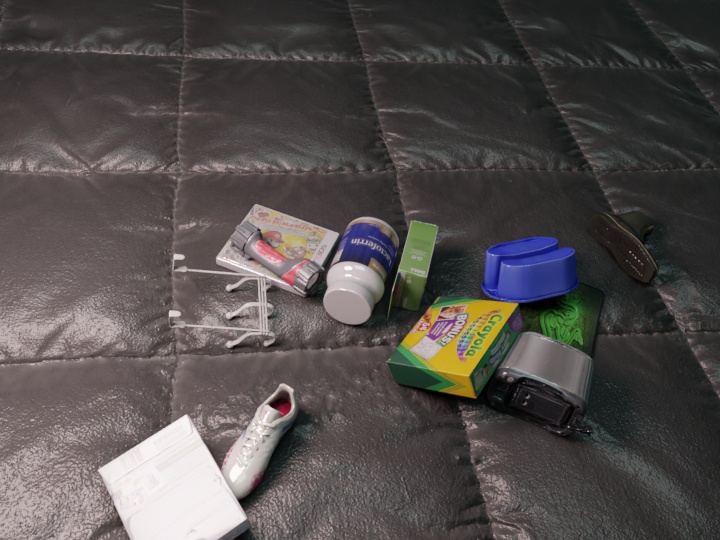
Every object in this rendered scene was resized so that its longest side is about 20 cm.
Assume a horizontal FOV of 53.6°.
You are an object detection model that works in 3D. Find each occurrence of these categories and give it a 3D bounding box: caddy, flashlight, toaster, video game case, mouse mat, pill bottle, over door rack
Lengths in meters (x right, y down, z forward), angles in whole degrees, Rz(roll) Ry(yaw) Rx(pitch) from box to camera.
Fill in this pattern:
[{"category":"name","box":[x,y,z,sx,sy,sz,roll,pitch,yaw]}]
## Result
[{"category":"caddy","box":[0.342,0.008,1.440,0.199,0.106,0.141,-11,25,-14]},{"category":"flashlight","box":[-0.162,-0.028,1.388,0.200,0.068,0.068,35,52,20]},{"category":"toaster","box":[0.330,0.197,1.262,0.199,0.114,0.129,21,45,14]},{"category":"video game case","box":[-0.166,-0.046,1.464,0.199,0.023,0.182,19,47,9]},{"category":"mouse mat","box":[0.409,0.081,1.454,0.160,0.008,0.201,20,49,9]},{"category":"pill bottle","box":[0.000,0.000,1.387,0.115,0.116,0.201,15,48,5]},{"category":"over door rack","box":[-0.257,0.062,1.309,0.199,0.067,0.148,14,43,-25]}]

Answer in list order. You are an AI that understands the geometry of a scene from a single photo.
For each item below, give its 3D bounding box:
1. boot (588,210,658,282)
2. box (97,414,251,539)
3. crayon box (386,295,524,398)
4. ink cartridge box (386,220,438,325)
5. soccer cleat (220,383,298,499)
[{"category":"boot","box":[0.624,-0.067,1.584,0.137,0.078,0.201,-11,51,-25]},{"category":"box","box":[-0.277,0.338,1.059,0.155,0.041,0.200,-32,57,-16]},{"category":"crayon box","box":[0.172,0.130,1.280,0.172,0.059,0.200,3,37,40]},{"category":"ink cartridge box","box":[0.103,0.008,1.404,0.059,0.104,0.201,14,47,5]},{"category":"soccer cleat","box":[-0.163,0.265,1.135,0.069,0.087,0.200,22,48,11]}]
